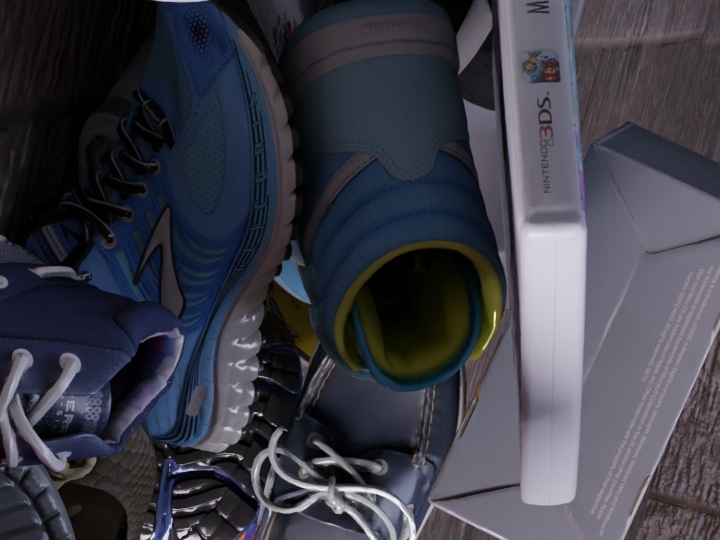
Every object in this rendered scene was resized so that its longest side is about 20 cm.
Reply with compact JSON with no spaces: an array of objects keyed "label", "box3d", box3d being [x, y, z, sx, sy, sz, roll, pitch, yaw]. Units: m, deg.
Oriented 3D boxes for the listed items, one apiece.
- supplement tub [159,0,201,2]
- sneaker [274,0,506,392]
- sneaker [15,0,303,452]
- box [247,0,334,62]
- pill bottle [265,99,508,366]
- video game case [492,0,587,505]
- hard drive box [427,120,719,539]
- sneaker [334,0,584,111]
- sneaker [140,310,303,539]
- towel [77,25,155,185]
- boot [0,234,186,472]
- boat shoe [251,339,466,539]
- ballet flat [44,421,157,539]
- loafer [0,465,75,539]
[{"label":"supplement tub","box3d":[-0.030,-0.185,0.900,0.200,0.140,0.141,-57,159,-51]},{"label":"sneaker","box3d":[0.000,0.000,1.049,0.200,0.079,0.131,103,-23,-65]},{"label":"sneaker","box3d":[-0.076,-0.015,1.014,0.078,0.090,0.200,-117,-149,-52]},{"label":"box","box3d":[-0.036,-0.119,1.106,0.200,0.035,0.110,74,29,-53]},{"label":"pill bottle","box3d":[0.025,-0.022,1.243,0.200,0.111,0.112,137,-24,-69]},{"label":"video game case","box3d":[0.059,-0.043,0.966,0.200,0.024,0.183,85,3,-61]},{"label":"hard drive box","box3d":[0.104,0.027,1.164,0.156,0.077,0.200,-66,173,8]},{"label":"sneaker","box3d":[0.041,-0.149,1.074,0.073,0.112,0.200,-77,-179,-53]},{"label":"sneaker","box3d":[-0.078,0.109,1.244,0.078,0.075,0.201,-72,-177,-84]},{"label":"towel","box3d":[-0.064,-0.051,1.161,0.200,0.031,0.150,-58,160,-49]},{"label":"boot","box3d":[-0.126,0.034,0.880,0.200,0.090,0.073,-42,147,-65]},{"label":"boat shoe","box3d":[-0.010,0.097,1.173,0.062,0.075,0.200,-44,157,-69]},{"label":"ballet flat","box3d":[-0.114,0.103,1.073,0.200,0.067,0.046,98,3,-54]},{"label":"loafer","box3d":[-0.142,0.136,1.021,0.070,0.075,0.201,-129,-145,-53]}]
